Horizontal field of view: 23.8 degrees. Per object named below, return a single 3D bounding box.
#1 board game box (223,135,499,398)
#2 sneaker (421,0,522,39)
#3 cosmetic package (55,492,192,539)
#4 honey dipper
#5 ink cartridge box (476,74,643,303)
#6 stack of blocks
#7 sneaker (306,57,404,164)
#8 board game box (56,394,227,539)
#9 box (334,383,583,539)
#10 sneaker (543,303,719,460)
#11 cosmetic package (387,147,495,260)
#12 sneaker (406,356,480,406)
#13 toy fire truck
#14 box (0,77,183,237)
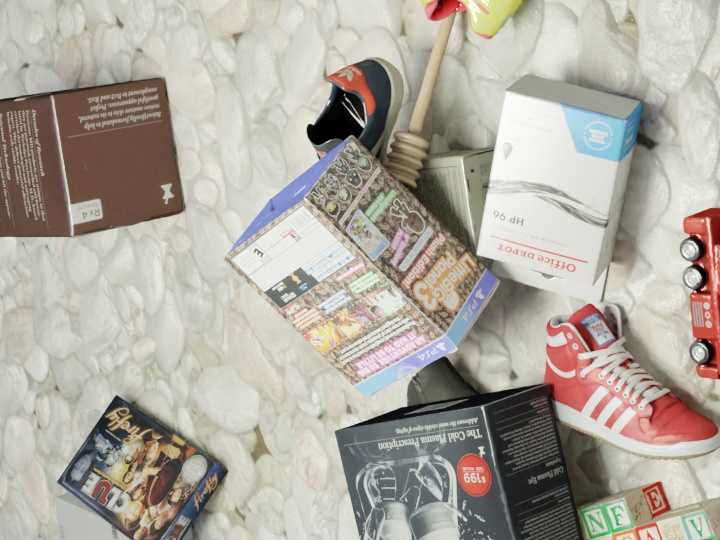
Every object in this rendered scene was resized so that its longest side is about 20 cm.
[{"bbox_3d":[0.000,0.000,1.615,0.200,0.097,0.159,45,142,-11],"label":"board game box"},{"bbox_3d":[0.070,-0.283,1.602,0.200,0.078,0.091,38,110,34],"label":"sneaker"},{"bbox_3d":[-0.302,0.353,2.203,0.199,0.081,0.114,9,110,44],"label":"cosmetic package"},{"bbox_3d":[0.066,-0.178,1.629,0.038,0.038,0.202,14,84,44],"label":"honey dipper"},{"bbox_3d":[0.176,-0.063,1.547,0.115,0.068,0.202,16,115,17],"label":"ink cartridge box"},{"bbox_3d":[0.268,0.259,1.577,0.199,0.058,0.116,-26,82,48],"label":"stack of blocks"},{"bbox_3d":[-0.017,-0.105,1.649,0.075,0.084,0.202,25,119,40],"label":"sneaker"},{"bbox_3d":[-0.272,0.256,2.118,0.199,0.035,0.136,27,80,39],"label":"board game box"},{"bbox_3d":[0.095,0.217,1.623,0.199,0.104,0.184,-15,89,44],"label":"box"},{"bbox_3d":[0.241,0.096,1.550,0.199,0.071,0.113,16,116,46],"label":"sneaker"},{"bbox_3d":[0.059,-0.062,1.696,0.199,0.073,0.104,-1,100,47],"label":"cosmetic package"},{"bbox_3d":[0.072,0.187,1.767,0.106,0.074,0.201,53,125,29],"label":"sneaker"},{"bbox_3d":[0.339,-0.002,1.431,0.140,0.049,0.202,3,105,45],"label":"toy fire truck"},{"bbox_3d":[-0.343,-0.133,2.039,0.199,0.165,0.166,0,101,46],"label":"box"}]
